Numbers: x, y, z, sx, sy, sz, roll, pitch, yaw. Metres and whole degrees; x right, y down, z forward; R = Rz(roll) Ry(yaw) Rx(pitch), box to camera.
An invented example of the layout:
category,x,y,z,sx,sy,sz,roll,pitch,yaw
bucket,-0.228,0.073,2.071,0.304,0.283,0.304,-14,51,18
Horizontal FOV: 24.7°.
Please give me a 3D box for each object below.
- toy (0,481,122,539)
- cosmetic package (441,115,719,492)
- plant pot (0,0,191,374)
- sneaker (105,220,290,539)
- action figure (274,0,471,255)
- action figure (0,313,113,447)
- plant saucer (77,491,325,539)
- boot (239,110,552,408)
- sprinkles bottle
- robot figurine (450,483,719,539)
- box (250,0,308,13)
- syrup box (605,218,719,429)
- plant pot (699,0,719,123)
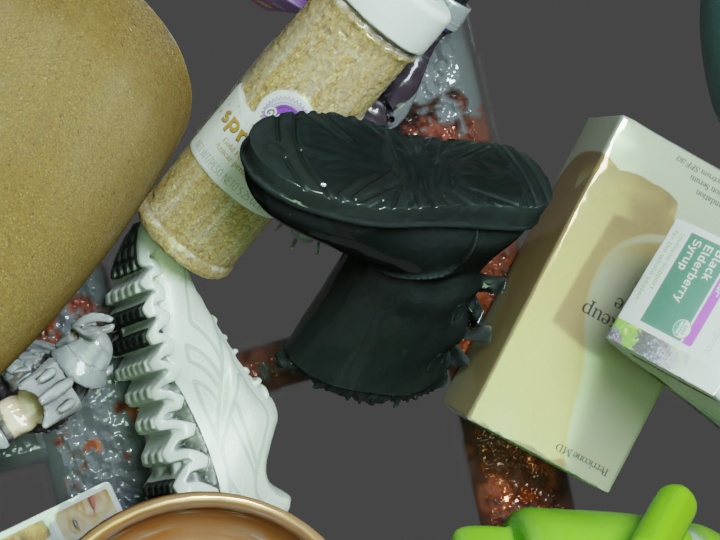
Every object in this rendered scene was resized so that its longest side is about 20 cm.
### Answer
category,x,y,z,sx,sy,sz,roll,pitch,yaw
toy,-0.212,0.219,0.951,0.199,0.047,0.116,-26,97,-7
cosmetic package,0.143,0.018,0.984,0.105,0.071,0.201,26,89,-10
plant pot,-0.201,-0.036,0.827,0.185,0.187,0.201,23,52,-9
sneaker,-0.095,0.067,0.958,0.081,0.075,0.202,-14,94,-27
action figure,0.005,-0.098,0.960,0.129,0.069,0.201,23,103,-16
action figure,-0.210,0.085,0.896,0.200,0.130,0.070,-37,83,13
plant saucer,-0.090,0.218,0.900,0.199,0.037,0.202,-1,93,-12
boot,-0.001,-0.001,0.907,0.197,0.074,0.163,4,134,-33
sprinkles bottle,-0.038,-0.087,0.899,0.068,0.068,0.200,39,108,-9
robot figurine,0.148,0.202,0.972,0.198,0.116,0.177,7,119,-11
box,-0.079,-0.239,0.884,0.200,0.039,0.138,23,81,-51
syrup box,0.227,0.052,0.940,0.200,0.081,0.079,34,87,-50
plant pot,0.278,-0.131,0.955,0.199,0.201,0.135,17,126,-9
